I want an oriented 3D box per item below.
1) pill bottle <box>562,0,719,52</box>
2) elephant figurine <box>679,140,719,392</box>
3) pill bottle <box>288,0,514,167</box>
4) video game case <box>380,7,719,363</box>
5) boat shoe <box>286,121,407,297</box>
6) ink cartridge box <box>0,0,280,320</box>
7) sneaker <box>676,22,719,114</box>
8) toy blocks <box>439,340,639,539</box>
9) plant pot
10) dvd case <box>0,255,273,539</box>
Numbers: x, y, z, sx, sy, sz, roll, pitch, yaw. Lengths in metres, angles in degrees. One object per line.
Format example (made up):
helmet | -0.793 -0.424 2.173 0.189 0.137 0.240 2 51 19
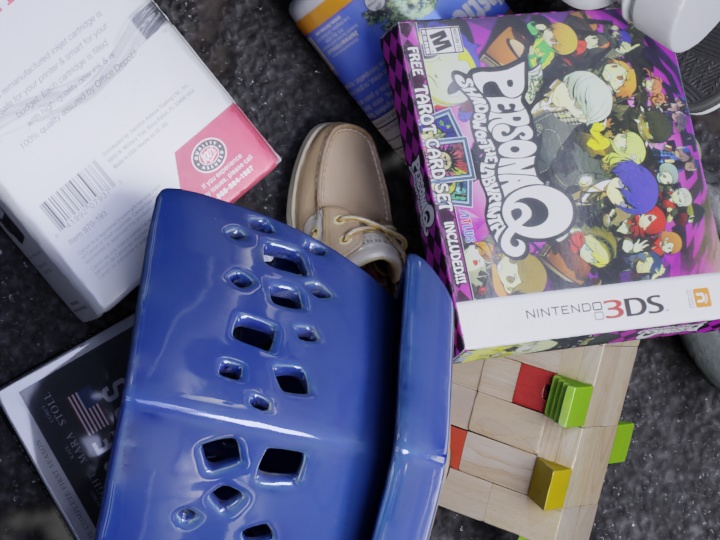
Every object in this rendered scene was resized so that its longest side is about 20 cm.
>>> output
pill bottle | 0.131 -0.219 1.444 0.200 0.114 0.114 38 76 19
elephant figurine | 0.206 -0.015 1.544 0.200 0.155 0.142 42 83 -13
pill bottle | 0.057 -0.118 1.521 0.112 0.112 0.200 -40 96 -14
video game case | 0.116 -0.054 1.442 0.180 0.036 0.201 -5 76 -23
boat shoe | 0.000 0.000 1.505 0.073 0.069 0.201 6 74 -29
ink cartridge box | -0.170 -0.093 1.466 0.145 0.083 0.200 -41 96 -14
sneaker | 0.275 -0.177 1.590 0.084 0.121 0.200 41 99 28
toy blocks | 0.089 0.076 1.515 0.136 0.100 0.201 18 98 30
plant pot | -0.048 0.096 1.360 0.179 0.200 0.201 9 126 -4
dvd case | -0.104 0.090 1.510 0.199 0.025 0.151 -30 94 -15
